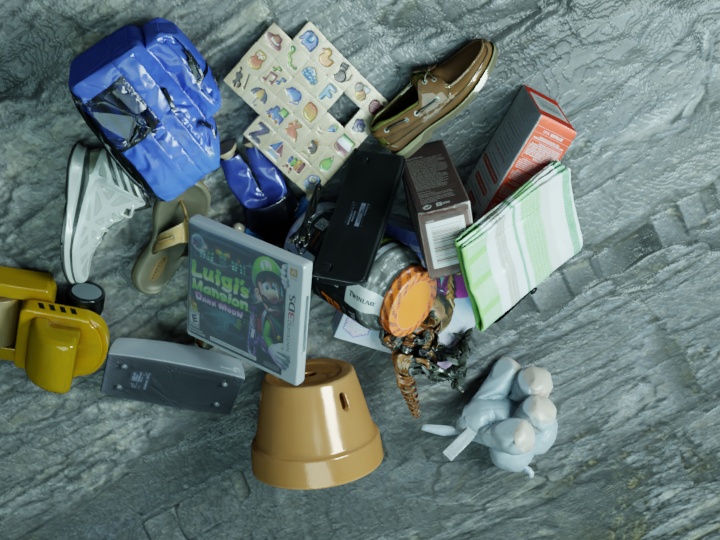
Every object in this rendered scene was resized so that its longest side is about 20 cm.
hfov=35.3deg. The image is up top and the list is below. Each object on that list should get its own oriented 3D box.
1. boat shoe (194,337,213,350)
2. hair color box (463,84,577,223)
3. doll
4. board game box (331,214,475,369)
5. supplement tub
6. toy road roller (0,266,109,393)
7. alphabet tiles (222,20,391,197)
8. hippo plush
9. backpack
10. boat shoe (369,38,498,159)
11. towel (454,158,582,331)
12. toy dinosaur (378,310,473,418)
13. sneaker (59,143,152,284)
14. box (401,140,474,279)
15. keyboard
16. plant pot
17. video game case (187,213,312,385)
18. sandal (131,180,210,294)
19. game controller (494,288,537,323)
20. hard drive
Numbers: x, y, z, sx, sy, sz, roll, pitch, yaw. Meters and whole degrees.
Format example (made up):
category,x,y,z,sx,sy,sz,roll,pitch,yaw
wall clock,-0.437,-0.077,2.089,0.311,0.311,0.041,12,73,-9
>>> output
category,x,y,z,sx,sy,sz,roll,pitch,yaw
boat shoe,-0.201,0.024,1.612,0.074,0.075,0.202,36,127,15
hair color box,0.206,-0.135,1.536,0.063,0.111,0.201,23,115,-18
doll,-0.121,-0.094,1.561,0.135,0.049,0.202,-21,118,7
board game box,0.083,0.033,1.655,0.197,0.041,0.202,16,116,-14
supplement tub,0.000,0.000,1.527,0.122,0.199,0.124,-31,138,-34
toy road roller,-0.449,0.089,1.572,0.197,0.147,0.124,11,117,-11
alphabet tiles,-0.078,-0.221,1.495,0.200,0.008,0.167,42,93,-24
hippo plush,0.236,0.254,1.724,0.200,0.159,0.161,-42,128,-4
backpack,-0.254,-0.199,1.426,0.166,0.163,0.201,-29,117,7
boat shoe,0.095,-0.234,1.489,0.068,0.072,0.200,35,108,-27
towel,0.210,-0.031,1.461,0.199,0.031,0.151,-38,128,-24
toy dinosaur,0.092,0.118,1.644,0.133,0.103,0.202,8,138,7
sneaker,-0.344,-0.067,1.538,0.113,0.076,0.203,8,115,-8
box,0.102,-0.084,1.503,0.074,0.201,0.101,-13,120,-1
keyboard,-0.021,-0.073,1.493,0.125,0.202,0.021,10,154,19
plant pot,-0.070,0.217,1.668,0.197,0.200,0.142,-6,102,-2
video game case,-0.153,0.039,1.518,0.198,0.023,0.184,22,122,28
sandal,-0.257,-0.040,1.561,0.079,0.054,0.202,8,122,-37
game controller,0.216,0.012,1.590,0.042,0.200,0.105,35,78,18
hard drive,-0.275,0.154,1.658,0.197,0.043,0.135,11,144,-12
